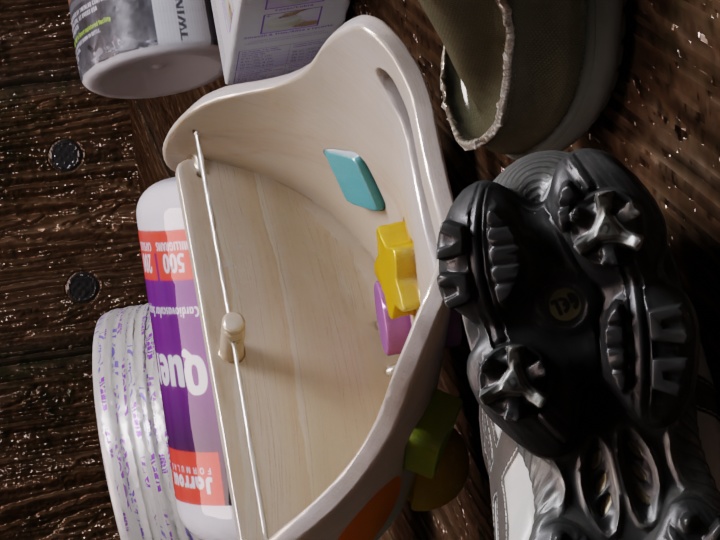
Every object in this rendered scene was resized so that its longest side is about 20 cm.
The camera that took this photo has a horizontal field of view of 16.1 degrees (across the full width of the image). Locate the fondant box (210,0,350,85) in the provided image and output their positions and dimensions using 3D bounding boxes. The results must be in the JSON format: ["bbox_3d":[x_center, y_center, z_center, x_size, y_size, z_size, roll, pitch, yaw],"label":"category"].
[{"bbox_3d":[-0.041,-0.188,1.166,0.200,0.058,0.145,109,152,-74],"label":"fondant box"}]

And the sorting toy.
[{"bbox_3d":[0.000,0.000,0.963,0.180,0.106,0.201,114,148,-61],"label":"sorting toy"}]

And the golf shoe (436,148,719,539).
[{"bbox_3d":[0.070,0.068,0.664,0.094,0.077,0.202,-20,-76,-81],"label":"golf shoe"}]

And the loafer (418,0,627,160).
[{"bbox_3d":[0.034,-0.102,0.689,0.201,0.069,0.076,94,166,-54],"label":"loafer"}]

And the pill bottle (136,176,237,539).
[{"bbox_3d":[-0.037,0.052,1.177,0.112,0.112,0.202,-162,64,-81],"label":"pill bottle"}]

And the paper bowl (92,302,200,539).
[{"bbox_3d":[-0.085,0.113,1.513,0.201,0.104,0.202,-11,-90,-86],"label":"paper bowl"}]

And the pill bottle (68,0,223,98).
[{"bbox_3d":[-0.147,-0.223,1.686,0.106,0.105,0.201,116,145,-75],"label":"pill bottle"}]
